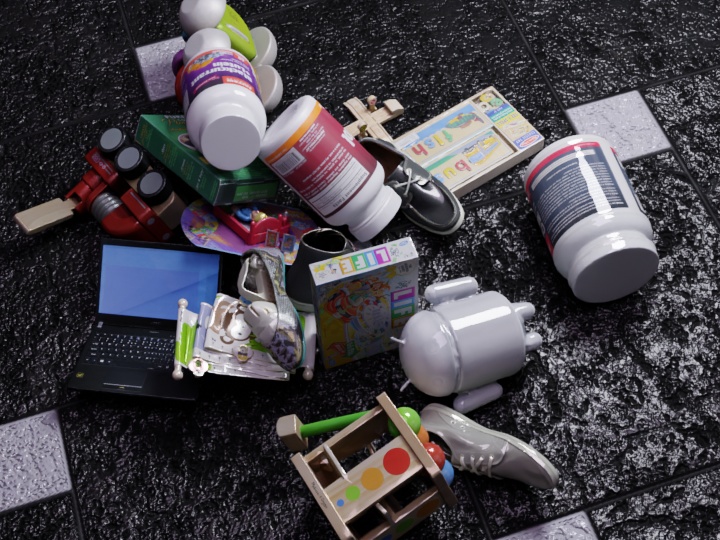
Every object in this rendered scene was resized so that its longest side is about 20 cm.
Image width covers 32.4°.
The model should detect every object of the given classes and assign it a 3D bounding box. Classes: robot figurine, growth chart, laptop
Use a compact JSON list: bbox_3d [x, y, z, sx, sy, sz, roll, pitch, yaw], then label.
[{"bbox_3d":[0.134,0.096,1.604,0.198,0.113,0.171,-14,88,-20],"label":"robot figurine"},{"bbox_3d":[-0.149,0.086,1.617,0.198,0.018,0.146,3,51,-15],"label":"growth chart"},{"bbox_3d":[-0.285,0.064,1.656,0.175,0.104,0.201,5,39,6],"label":"laptop"}]

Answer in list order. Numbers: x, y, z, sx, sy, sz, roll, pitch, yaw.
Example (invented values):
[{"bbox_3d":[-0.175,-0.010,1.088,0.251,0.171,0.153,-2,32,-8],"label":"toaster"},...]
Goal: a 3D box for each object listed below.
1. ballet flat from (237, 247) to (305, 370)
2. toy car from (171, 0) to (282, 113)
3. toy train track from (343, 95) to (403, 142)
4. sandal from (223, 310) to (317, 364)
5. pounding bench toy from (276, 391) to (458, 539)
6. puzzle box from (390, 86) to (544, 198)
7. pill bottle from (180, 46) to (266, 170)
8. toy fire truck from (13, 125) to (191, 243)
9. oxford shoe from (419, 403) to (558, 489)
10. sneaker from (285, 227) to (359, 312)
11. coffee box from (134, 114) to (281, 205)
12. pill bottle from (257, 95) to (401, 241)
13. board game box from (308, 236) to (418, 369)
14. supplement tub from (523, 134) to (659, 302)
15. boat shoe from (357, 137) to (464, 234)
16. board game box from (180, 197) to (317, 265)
[{"bbox_3d":[-0.123,0.046,1.597,0.071,0.072,0.201,-12,48,-6],"label":"ballet flat"},{"bbox_3d":[-0.222,-0.316,1.902,0.149,0.175,0.201,-30,51,27],"label":"toy car"},{"bbox_3d":[-0.023,-0.213,1.878,0.199,0.033,0.115,-30,60,-16],"label":"toy train track"},{"bbox_3d":[-0.117,0.090,1.670,0.199,0.055,0.082,-29,64,-33],"label":"sandal"},{"bbox_3d":[0.006,0.221,1.506,0.155,0.124,0.200,-35,60,-4],"label":"pounding bench toy"},{"bbox_3d":[0.158,-0.186,1.857,0.199,0.026,0.133,-31,61,-17],"label":"puzzle box"},{"bbox_3d":[-0.189,-0.222,1.720,0.110,0.112,0.201,-11,34,-5],"label":"pill bottle"},{"bbox_3d":[-0.370,-0.089,1.772,0.200,0.129,0.176,-43,59,-4],"label":"toy fire truck"},{"bbox_3d":[0.153,0.231,1.545,0.199,0.076,0.058,22,53,25],"label":"oxford shoe"},{"bbox_3d":[0.000,0.000,1.661,0.198,0.107,0.075,-3,44,-26],"label":"sneaker"},{"bbox_3d":[-0.217,-0.161,1.767,0.122,0.044,0.200,-9,38,-47],"label":"coffee box"},{"bbox_3d":[-0.041,-0.138,1.734,0.200,0.113,0.113,44,60,-17],"label":"pill bottle"},{"bbox_3d":[0.007,0.045,1.601,0.133,0.201,0.034,-16,56,-8],"label":"board game box"},{"bbox_3d":[0.316,-0.072,1.703,0.139,0.141,0.201,-12,56,-6],"label":"supplement tub"},{"bbox_3d":[0.066,-0.122,1.782,0.072,0.068,0.200,-50,62,8],"label":"boat shoe"},{"bbox_3d":[-0.150,-0.076,1.738,0.198,0.039,0.158,12,31,-2],"label":"board game box"}]
